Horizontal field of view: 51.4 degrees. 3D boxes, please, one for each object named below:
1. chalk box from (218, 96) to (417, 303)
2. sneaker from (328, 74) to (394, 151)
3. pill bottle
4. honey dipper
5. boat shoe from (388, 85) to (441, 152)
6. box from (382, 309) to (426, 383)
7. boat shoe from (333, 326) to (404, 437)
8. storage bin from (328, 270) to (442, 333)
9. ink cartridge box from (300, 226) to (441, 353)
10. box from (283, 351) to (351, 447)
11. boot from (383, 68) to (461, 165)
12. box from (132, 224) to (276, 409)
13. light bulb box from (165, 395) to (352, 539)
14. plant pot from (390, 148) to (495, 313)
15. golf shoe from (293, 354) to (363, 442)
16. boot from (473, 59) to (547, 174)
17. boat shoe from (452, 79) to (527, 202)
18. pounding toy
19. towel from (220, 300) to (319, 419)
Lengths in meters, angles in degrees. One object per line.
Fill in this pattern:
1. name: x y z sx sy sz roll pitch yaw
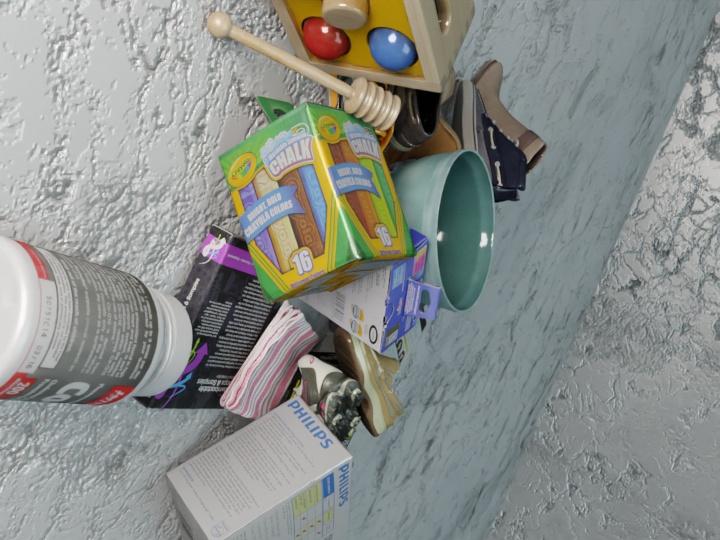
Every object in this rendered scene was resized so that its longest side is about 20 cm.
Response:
1. chalk box: -0.048 -0.086 0.753 0.124 0.123 0.203 -8 78 -58
2. sneaker: 0.005 -0.181 0.844 0.078 0.076 0.203 5 97 -59
3. pill bottle: -0.231 0.049 0.600 0.115 0.113 0.200 -62 154 0
4. honey dipper: -0.050 -0.189 0.696 0.198 0.038 0.038 23 96 -28
5. boat shoe: 0.074 -0.240 0.875 0.074 0.073 0.203 5 89 -44
6. box: 0.042 0.110 1.165 0.200 0.049 0.083 -53 140 -46
7. boat shoe: 0.019 0.140 1.035 0.076 0.072 0.202 -28 132 -15
8. storage bin: 0.046 0.029 1.080 0.200 0.145 0.135 -40 156 -38
9. ink cartridge box: 0.000 0.000 0.874 0.076 0.199 0.138 -33 144 -37
10. box: -0.051 0.208 1.158 0.199 0.044 0.162 13 103 -63
11. boot: 0.063 -0.167 0.993 0.154 0.073 0.202 -41 138 -35
12. box: -0.159 0.060 0.832 0.202 0.036 0.143 -64 155 0
13. light bulb box: -0.124 0.306 0.973 0.199 0.125 0.200 -27 140 -29
14. plant pot: 0.078 -0.053 0.957 0.200 0.133 0.203 -14 106 -59
15. golf shoe: -0.049 0.190 1.033 0.077 0.088 0.201 -34 152 -32
16. boot: 0.216 -0.212 1.137 0.202 0.145 0.070 -60 154 -5
17. boat shoe: 0.185 -0.183 1.074 0.075 0.091 0.203 107 -14 -65
18. pounding toy: -0.017 -0.257 0.660 0.144 0.182 0.200 -67 156 -18
19. towel: -0.106 0.126 0.955 0.147 0.030 0.200 -57 166 -11
